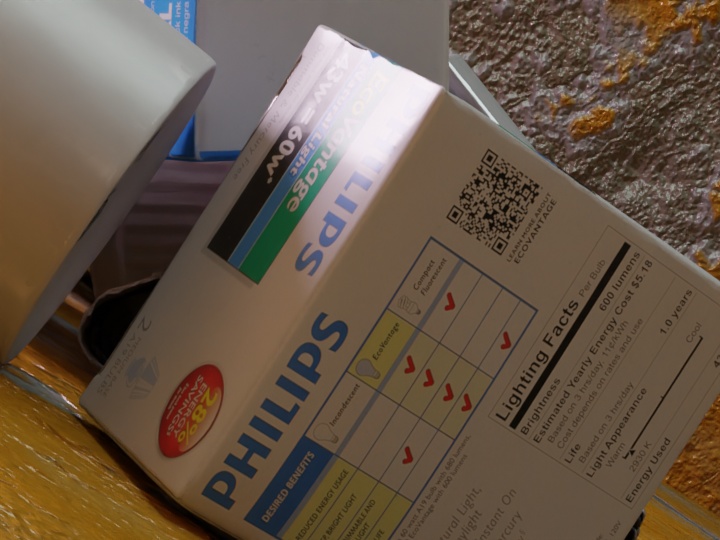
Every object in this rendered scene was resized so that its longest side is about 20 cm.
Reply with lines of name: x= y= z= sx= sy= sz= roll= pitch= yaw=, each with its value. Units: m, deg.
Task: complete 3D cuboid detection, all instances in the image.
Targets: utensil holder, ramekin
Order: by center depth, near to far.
utensil holder: x=-0.185 y=-0.080 z=1.155 sx=0.200 sy=0.170 sz=0.170 roll=36 pitch=2 yaw=-1
ramekin: x=-0.091 y=-0.069 z=1.557 sx=0.094 sy=0.204 sz=0.202 roll=4 pitch=1 yaw=3

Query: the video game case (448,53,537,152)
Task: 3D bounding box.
video game case: x=0.051 y=0.022 z=1.434 sx=0.023 sy=0.182 sz=0.200 roll=-14 pitch=62 yaw=-53

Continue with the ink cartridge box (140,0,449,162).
ink cartridge box: x=-0.073 y=-0.099 z=1.330 sx=0.145 sy=0.085 sz=0.200 roll=-5 pitch=8 yaw=-36

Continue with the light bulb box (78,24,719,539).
light bulb box: x=0.026 y=0.038 z=1.163 sx=0.200 sy=0.199 sz=0.125 roll=33 pitch=0 yaw=-31

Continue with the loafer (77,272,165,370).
loafer: x=-0.049 y=0.027 z=1.281 sx=0.199 sy=0.076 sz=0.068 roll=-13 pitch=-5 yaw=33

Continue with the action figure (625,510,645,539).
action figure: x=0.092 y=0.122 z=1.331 sx=0.102 sy=0.119 sz=0.200 roll=-1 pitch=-34 yaw=21
